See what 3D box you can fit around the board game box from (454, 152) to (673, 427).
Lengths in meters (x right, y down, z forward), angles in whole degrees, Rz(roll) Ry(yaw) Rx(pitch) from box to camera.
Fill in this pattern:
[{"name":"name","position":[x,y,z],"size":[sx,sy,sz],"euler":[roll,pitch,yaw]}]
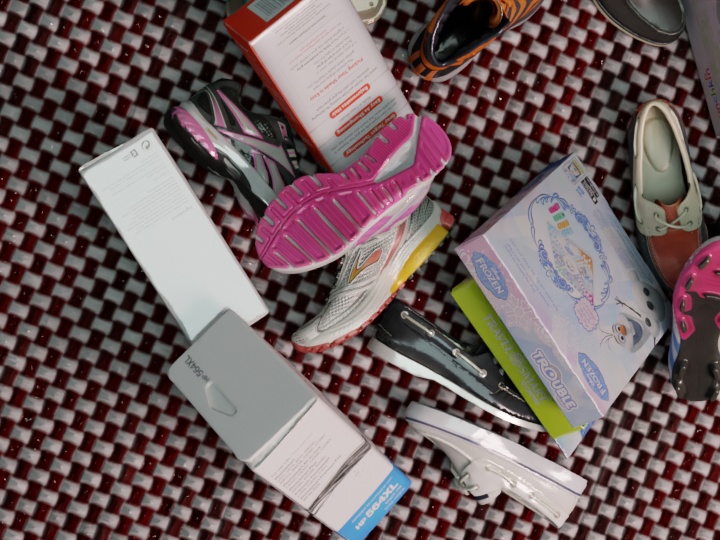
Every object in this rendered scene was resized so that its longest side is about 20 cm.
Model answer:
[{"name":"board game box","position":[0.202,0.013,1.166],"size":[0.200,0.043,0.199],"euler":[57,42,-5]}]

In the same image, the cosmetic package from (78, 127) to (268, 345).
[{"name":"cosmetic package","position":[-0.171,-0.025,1.136],"size":[0.081,0.113,0.200],"euler":[-31,93,-7]}]

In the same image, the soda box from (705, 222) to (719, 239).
[{"name":"soda box","position":[0.395,-0.015,1.171],"size":[0.063,0.200,0.071],"euler":[0,91,-9]}]

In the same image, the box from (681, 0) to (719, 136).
[{"name":"box","position":[0.395,-0.244,1.178],"size":[0.097,0.176,0.200],"euler":[-17,94,-8]}]

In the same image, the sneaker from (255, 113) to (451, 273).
[{"name":"sneaker","position":[-0.004,-0.057,1.118],"size":[0.200,0.088,0.081],"euler":[-31,73,-7]}]

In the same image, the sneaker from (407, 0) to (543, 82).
[{"name":"sneaker","position":[0.133,-0.260,1.173],"size":[0.078,0.112,0.200],"euler":[42,85,-7]}]

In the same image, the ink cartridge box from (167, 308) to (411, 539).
[{"name":"ink cartridge box","position":[-0.061,0.142,1.089],"size":[0.084,0.146,0.200],"euler":[-46,141,-5]}]

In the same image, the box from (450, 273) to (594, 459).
[{"name":"box","position":[0.185,0.067,1.192],"size":[0.200,0.048,0.122],"euler":[55,47,-5]}]

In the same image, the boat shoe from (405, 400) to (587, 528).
[{"name":"boat shoe","position":[0.125,0.196,1.206],"size":[0.200,0.071,0.070],"euler":[28,85,-14]}]

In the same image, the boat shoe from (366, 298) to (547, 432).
[{"name":"boat shoe","position":[0.106,0.094,1.195],"size":[0.200,0.076,0.060],"euler":[26,93,-9]}]

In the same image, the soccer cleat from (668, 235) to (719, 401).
[{"name":"soccer cleat","position":[0.333,0.036,1.187],"size":[0.070,0.086,0.200],"euler":[7,128,8]}]

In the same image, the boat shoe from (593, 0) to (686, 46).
[{"name":"boat shoe","position":[0.258,-0.309,1.217],"size":[0.074,0.063,0.201],"euler":[-39,97,-8]}]

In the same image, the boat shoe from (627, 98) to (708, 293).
[{"name":"boat shoe","position":[0.307,-0.072,1.219],"size":[0.071,0.063,0.200],"euler":[-8,91,11]}]

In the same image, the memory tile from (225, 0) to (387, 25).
[{"name":"memory tile","position":[-0.045,-0.294,1.195],"size":[0.200,0.017,0.153],"euler":[-34,95,-6]}]

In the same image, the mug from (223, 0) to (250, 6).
[{"name":"mug","position":[-0.109,-0.328,1.112],"size":[0.114,0.152,0.185],"euler":[-35,139,-7]}]

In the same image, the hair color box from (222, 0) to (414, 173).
[{"name":"hair color box","position":[-0.030,-0.177,1.125],"size":[0.101,0.061,0.200],"euler":[-39,132,-6]}]

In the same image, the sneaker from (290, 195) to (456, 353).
[{"name":"sneaker","position":[0.000,0.000,1.184],"size":[0.082,0.078,0.200],"euler":[42,76,-3]}]

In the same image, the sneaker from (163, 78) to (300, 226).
[{"name":"sneaker","position":[-0.087,-0.103,1.165],"size":[0.200,0.080,0.086],"euler":[47,74,-12]}]
